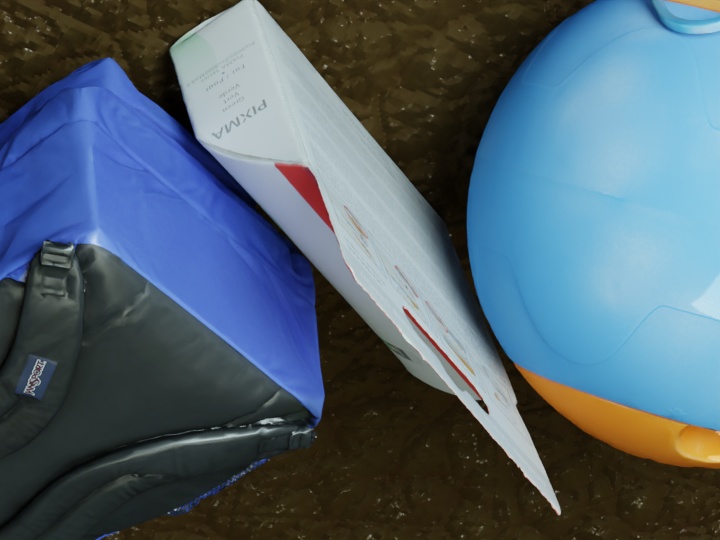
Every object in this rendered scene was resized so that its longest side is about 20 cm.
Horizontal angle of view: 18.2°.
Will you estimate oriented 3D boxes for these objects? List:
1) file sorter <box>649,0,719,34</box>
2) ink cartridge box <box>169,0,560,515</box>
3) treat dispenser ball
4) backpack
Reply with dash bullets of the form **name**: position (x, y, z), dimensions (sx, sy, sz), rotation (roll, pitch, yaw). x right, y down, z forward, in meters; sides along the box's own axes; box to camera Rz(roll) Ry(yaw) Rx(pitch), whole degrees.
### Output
- **file sorter**: position (0.136, -0.207, 0.814), dimensions (0.138, 0.123, 0.201), rotation (-20, 130, 6)
- **ink cartridge box**: position (0.000, 0.000, 0.902), dimensions (0.050, 0.200, 0.161), rotation (-33, 127, 12)
- **treat dispenser ball**: position (0.143, -0.021, 0.913), dimensions (0.200, 0.201, 0.202), rotation (-6, 129, -7)
- **backpack**: position (-0.133, 0.028, 0.920), dimensions (0.200, 0.168, 0.162), rotation (-33, 125, 22)
